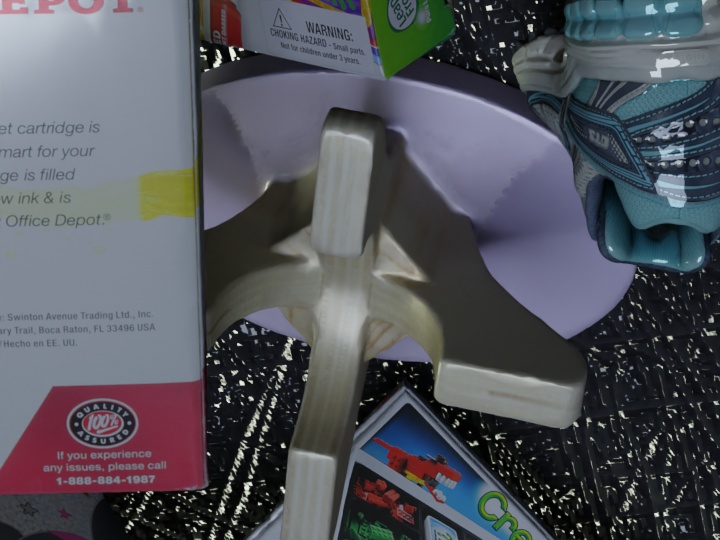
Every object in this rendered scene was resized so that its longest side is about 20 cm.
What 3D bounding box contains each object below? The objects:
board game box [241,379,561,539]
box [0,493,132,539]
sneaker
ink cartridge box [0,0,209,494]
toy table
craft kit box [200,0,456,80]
[{"bbox_3d":[0.042,0.160,1.001,0.126,0.035,0.200,-44,92,2],"label":"board game box"},{"bbox_3d":[-0.164,0.136,0.970,0.200,0.132,0.115,54,127,26],"label":"box"},{"bbox_3d":[0.091,-0.041,0.831,0.077,0.200,0.087,-2,87,3],"label":"sneaker"},{"bbox_3d":[-0.121,-0.033,0.792,0.144,0.084,0.201,0,119,-2],"label":"ink cartridge box"},{"bbox_3d":[0.000,0.000,0.917,0.199,0.117,0.185,1,122,11],"label":"toy table"},{"bbox_3d":[-0.070,-0.173,0.807,0.199,0.048,0.199,15,127,39],"label":"craft kit box"}]
